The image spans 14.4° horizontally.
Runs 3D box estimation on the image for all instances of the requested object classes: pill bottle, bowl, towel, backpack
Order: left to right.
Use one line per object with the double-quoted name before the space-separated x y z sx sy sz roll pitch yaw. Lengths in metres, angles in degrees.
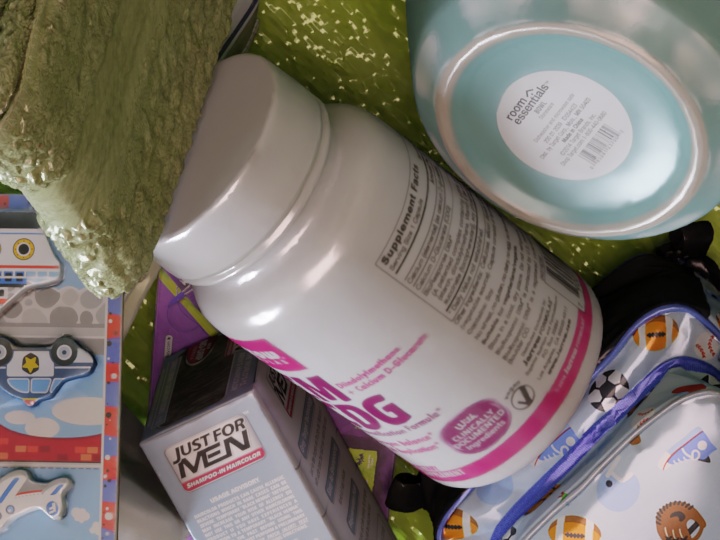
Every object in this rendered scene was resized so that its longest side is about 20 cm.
"towel" -0.099 -0.103 1.126 0.036 0.200 0.148 3 153 23
"pill bottle" 0.000 0.000 1.220 0.200 0.113 0.113 36 107 -30
"bowl" 0.101 -0.090 1.193 0.200 0.105 0.201 12 135 12
"backpack" 0.146 0.114 1.290 0.190 0.154 0.200 40 107 -22

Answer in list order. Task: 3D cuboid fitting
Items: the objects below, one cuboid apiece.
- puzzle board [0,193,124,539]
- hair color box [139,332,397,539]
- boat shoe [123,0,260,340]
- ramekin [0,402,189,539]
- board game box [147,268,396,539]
"puzzle board" -0.197 0.043 1.162 0.199 0.017 0.151 1 85 2
"hair color box" -0.024 0.130 1.292 0.061 0.099 0.200 -24 107 11
"boat shoe" -0.096 -0.044 1.256 0.062 0.072 0.200 34 84 -21
"ramekin" -0.168 0.087 1.260 0.200 0.200 0.098 41 98 -13
"board game box" -0.038 0.041 1.327 0.120 0.032 0.200 5 110 -4
